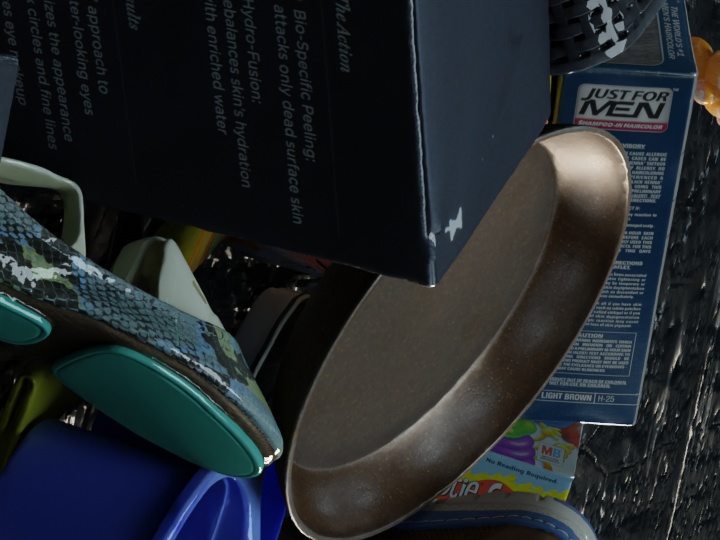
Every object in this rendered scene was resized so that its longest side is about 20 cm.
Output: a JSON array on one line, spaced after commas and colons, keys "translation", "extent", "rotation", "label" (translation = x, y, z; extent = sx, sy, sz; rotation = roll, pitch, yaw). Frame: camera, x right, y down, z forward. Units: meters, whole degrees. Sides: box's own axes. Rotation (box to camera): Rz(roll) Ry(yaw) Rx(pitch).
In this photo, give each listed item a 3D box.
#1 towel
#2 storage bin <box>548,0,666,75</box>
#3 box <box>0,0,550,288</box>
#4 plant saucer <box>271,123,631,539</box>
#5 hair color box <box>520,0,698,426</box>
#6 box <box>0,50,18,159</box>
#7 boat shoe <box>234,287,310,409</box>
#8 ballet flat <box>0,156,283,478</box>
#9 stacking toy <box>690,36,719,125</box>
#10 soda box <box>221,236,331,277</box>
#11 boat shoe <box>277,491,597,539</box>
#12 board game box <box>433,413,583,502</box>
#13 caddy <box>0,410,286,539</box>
[{"translation": [-0.086, -0.002, 1.090], "extent": [0.200, 0.018, 0.086], "rotation": [-50, 172, -36], "label": "towel"}, {"translation": [0.026, -0.143, 1.078], "extent": [0.135, 0.200, 0.094], "rotation": [-50, 128, -47], "label": "storage bin"}, {"translation": [-0.044, -0.122, 0.948], "extent": [0.117, 0.200, 0.197], "rotation": [-53, 149, -43], "label": "box"}, {"translation": [0.031, 0.019, 1.072], "extent": [0.200, 0.034, 0.200], "rotation": [-39, 152, -25], "label": "plant saucer"}, {"translation": [0.107, -0.036, 1.218], "extent": [0.100, 0.060, 0.200], "rotation": [-90, -176, -52], "label": "hair color box"}, {"translation": [-0.197, 0.019, 0.790], "extent": [0.148, 0.107, 0.201], "rotation": [0, 102, -68], "label": "box"}, {"translation": [-0.049, 0.100, 1.245], "extent": [0.200, 0.064, 0.071], "rotation": [-67, 156, -20], "label": "boat shoe"}, {"translation": [-0.100, 0.006, 0.966], "extent": [0.200, 0.074, 0.074], "rotation": [33, 69, -32], "label": "ballet flat"}, {"translation": [0.107, -0.109, 1.313], "extent": [0.110, 0.200, 0.116], "rotation": [-40, 138, -54], "label": "stacking toy"}, {"translation": [-0.008, -0.099, 1.219], "extent": [0.064, 0.068, 0.200], "rotation": [39, 68, -66], "label": "soda box"}, {"translation": [-0.001, 0.139, 1.141], "extent": [0.072, 0.200, 0.072], "rotation": [66, 27, -19], "label": "boat shoe"}, {"translation": [0.031, 0.135, 1.313], "extent": [0.103, 0.105, 0.200], "rotation": [-72, 180, -59], "label": "board game box"}, {"translation": [-0.092, 0.144, 1.076], "extent": [0.141, 0.105, 0.200], "rotation": [-27, 139, -65], "label": "caddy"}]
